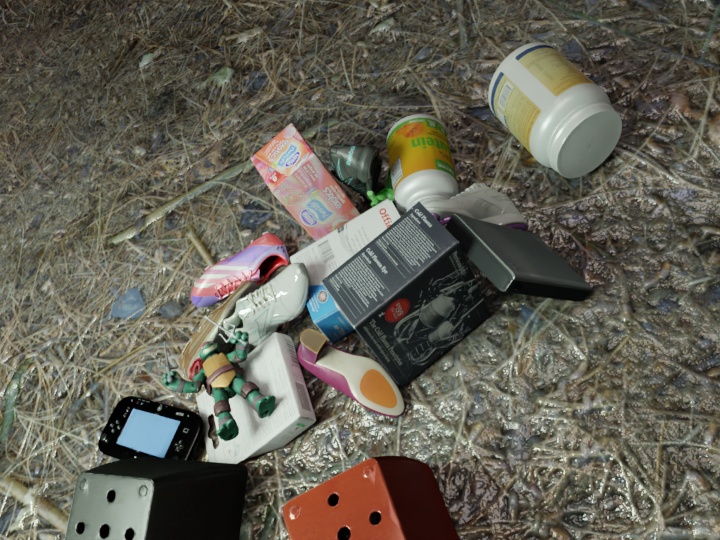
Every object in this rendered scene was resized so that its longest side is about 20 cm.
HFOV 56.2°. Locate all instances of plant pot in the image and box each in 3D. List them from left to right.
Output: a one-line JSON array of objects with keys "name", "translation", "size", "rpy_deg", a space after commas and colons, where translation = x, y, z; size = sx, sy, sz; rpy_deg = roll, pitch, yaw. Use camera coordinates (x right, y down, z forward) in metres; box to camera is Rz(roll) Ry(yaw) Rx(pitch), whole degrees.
[{"name": "plant pot", "translation": [-0.294, 0.360, 0.936], "size": [0.195, 0.177, 0.205], "rpy_deg": [-2, 69, 22]}, {"name": "plant pot", "translation": [0.011, 0.345, 0.828], "size": [0.197, 0.177, 0.202], "rpy_deg": [-28, 52, 5]}]

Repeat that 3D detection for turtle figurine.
[{"name": "turtle figurine", "translation": [-0.220, 0.160, 1.055], "size": [0.149, 0.101, 0.200], "rpy_deg": [-41, 57, -2]}]

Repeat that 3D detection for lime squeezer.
[{"name": "lime squeezer", "translation": [0.043, -0.136, 1.174], "size": [0.037, 0.072, 0.201], "rpy_deg": [18, 29, 7]}]

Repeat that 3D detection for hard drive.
[{"name": "hard drive", "translation": [0.226, -0.015, 0.956], "size": [0.140, 0.197, 0.033], "rpy_deg": [52, 121, 38]}]

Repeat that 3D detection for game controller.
[{"name": "game controller", "translation": [-0.349, 0.273, 1.123], "size": [0.196, 0.042, 0.106], "rpy_deg": [7, 69, 27]}]

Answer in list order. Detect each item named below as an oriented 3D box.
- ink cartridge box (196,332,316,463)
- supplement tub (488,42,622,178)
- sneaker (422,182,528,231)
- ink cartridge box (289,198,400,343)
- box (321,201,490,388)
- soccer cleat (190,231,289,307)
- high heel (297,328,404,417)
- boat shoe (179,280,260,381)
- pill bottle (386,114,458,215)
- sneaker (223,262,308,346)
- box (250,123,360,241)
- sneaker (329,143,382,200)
[{"name": "ink cartridge box", "translation": [-0.172, 0.222, 1.087], "size": [0.199, 0.050, 0.163], "rpy_deg": [-40, 49, 20]}, {"name": "supplement tub", "translation": [0.313, -0.260, 1.094], "size": [0.143, 0.145, 0.202], "rpy_deg": [-32, 52, 2]}, {"name": "sneaker", "translation": [0.165, -0.090, 1.050], "size": [0.075, 0.196, 0.101], "rpy_deg": [-55, 42, 44]}, {"name": "ink cartridge box", "translation": [0.000, 0.000, 1.110], "size": [0.197, 0.086, 0.148], "rpy_deg": [-29, 53, 4]}, {"name": "box", "translation": [0.072, 0.041, 0.978], "size": [0.181, 0.201, 0.104], "rpy_deg": [-39, 50, -3]}, {"name": "soccer cleat", "translation": [-0.219, 0.010, 1.221], "size": [0.198, 0.067, 0.077], "rpy_deg": [-35, 54, -4]}, {"name": "high heel", "translation": [-0.017, 0.171, 1.047], "size": [0.197, 0.097, 0.068], "rpy_deg": [29, 63, 13]}, {"name": "boat shoe", "translation": [-0.248, 0.098, 1.172], "size": [0.071, 0.076, 0.202], "rpy_deg": [23, 69, 36]}, {"name": "pill bottle", "translation": [0.107, -0.156, 1.143], "size": [0.109, 0.111, 0.204], "rpy_deg": [-16, 54, 14]}, {"name": "sneaker", "translation": [-0.153, 0.059, 1.093], "size": [0.200, 0.079, 0.071], "rpy_deg": [-47, 49, 33]}, {"name": "box", "translation": [-0.087, -0.137, 1.162], "size": [0.094, 0.200, 0.103], "rpy_deg": [-38, 52, 3]}, {"name": "sneaker", "translation": [-0.006, -0.177, 1.157], "size": [0.077, 0.200, 0.077], "rpy_deg": [15, 83, 6]}]
